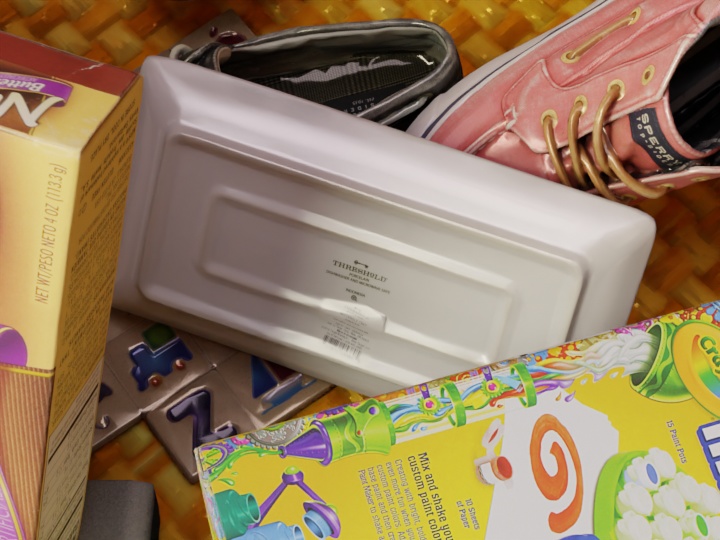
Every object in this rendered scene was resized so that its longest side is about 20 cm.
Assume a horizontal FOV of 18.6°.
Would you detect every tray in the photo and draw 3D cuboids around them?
[{"bbox_3d":[0.000,0.000,0.808,0.198,0.108,0.022,19,27,8],"label":"tray"}]

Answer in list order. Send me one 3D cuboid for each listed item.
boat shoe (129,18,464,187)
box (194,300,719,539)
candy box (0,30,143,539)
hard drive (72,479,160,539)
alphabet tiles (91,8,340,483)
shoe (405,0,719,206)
[{"bbox_3d":[-0.055,-0.062,0.856,0.198,0.071,0.073,-17,63,-7],"label":"boat shoe"},{"bbox_3d":[0.065,0.144,0.722,0.191,0.122,0.201,-15,62,-6],"label":"box"},{"bbox_3d":[-0.143,0.014,0.710,0.116,0.201,0.057,18,35,7],"label":"candy box"},{"bbox_3d":[-0.146,0.162,0.750,0.138,0.033,0.201,0,50,2],"label":"hard drive"},{"bbox_3d":[-0.085,0.003,0.867,0.199,0.008,0.167,-34,66,-14],"label":"alphabet tiles"},{"bbox_3d":[0.089,-0.052,0.806,0.200,0.091,0.072,-38,109,2],"label":"shoe"}]
